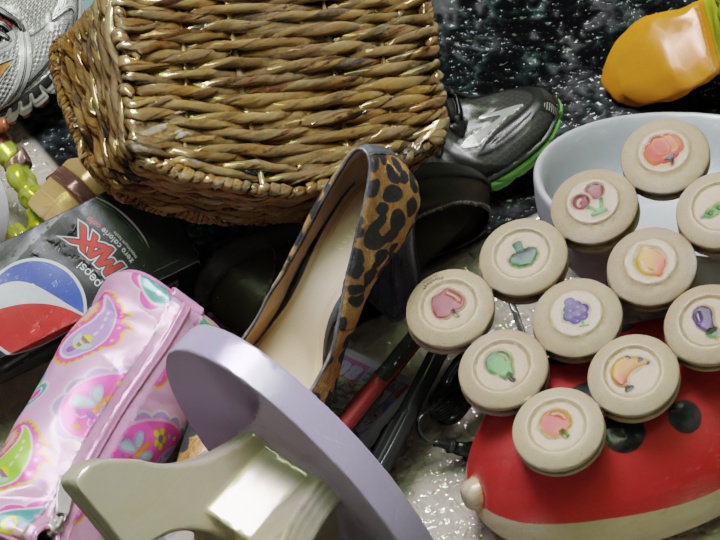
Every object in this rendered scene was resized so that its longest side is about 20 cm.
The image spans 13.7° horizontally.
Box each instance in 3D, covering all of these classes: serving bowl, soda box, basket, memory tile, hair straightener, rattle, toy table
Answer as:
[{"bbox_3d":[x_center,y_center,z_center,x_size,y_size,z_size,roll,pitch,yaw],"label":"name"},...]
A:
[{"bbox_3d":[0.197,-0.023,1.730,0.199,0.066,0.200,2,26,-1],"label":"serving bowl"},{"bbox_3d":[-0.192,0.018,1.729,0.199,0.071,0.064,-27,80,-4],"label":"soda box"},{"bbox_3d":[-0.064,-0.091,1.717,0.199,0.149,0.143,-5,79,-22],"label":"basket"},{"bbox_3d":[0.137,0.012,1.616,0.200,0.017,0.153,-35,57,-9],"label":"memory tile"},{"bbox_3d":[0.036,0.079,1.686,0.077,0.041,0.200,41,53,-4],"label":"hair straightener"},{"bbox_3d":[0.273,-0.155,1.907,0.130,0.143,0.200,48,44,8],"label":"rattle"},{"bbox_3d":[-0.055,0.139,1.535,0.200,0.184,0.117,47,65,-7],"label":"toy table"}]

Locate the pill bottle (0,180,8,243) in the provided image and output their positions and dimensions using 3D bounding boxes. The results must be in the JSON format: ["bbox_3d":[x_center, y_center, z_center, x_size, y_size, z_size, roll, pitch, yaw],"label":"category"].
[{"bbox_3d":[-0.291,-0.039,1.714,0.111,0.200,0.112,-3,84,28],"label":"pill bottle"}]

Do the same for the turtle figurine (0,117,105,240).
[{"bbox_3d":[-0.161,-0.043,1.830,0.161,0.064,0.200,-41,62,-11],"label":"turtle figurine"}]

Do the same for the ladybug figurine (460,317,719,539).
[{"bbox_3d":[0.146,0.083,1.636,0.199,0.072,0.136,-23,45,-15],"label":"ladybug figurine"}]

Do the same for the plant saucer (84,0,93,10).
[{"bbox_3d":[-0.171,-0.208,2.033,0.199,0.036,0.200,-4,43,4],"label":"plant saucer"}]

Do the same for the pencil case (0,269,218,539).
[{"bbox_3d":[-0.148,0.096,1.628,0.087,0.088,0.200,14,53,23],"label":"pencil case"}]

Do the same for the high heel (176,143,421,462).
[{"bbox_3d":[-0.042,0.023,1.620,0.071,0.143,0.200,32,63,28],"label":"high heel"}]

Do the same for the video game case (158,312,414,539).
[{"bbox_3d":[-0.082,0.101,1.695,0.143,0.018,0.200,24,52,30],"label":"video game case"}]

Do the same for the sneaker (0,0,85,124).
[{"bbox_3d":[-0.250,-0.126,1.901,0.078,0.082,0.200,26,64,31],"label":"sneaker"}]

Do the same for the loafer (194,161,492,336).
[{"bbox_3d":[0.000,0.000,1.755,0.199,0.073,0.071,-23,64,-25],"label":"loafer"}]

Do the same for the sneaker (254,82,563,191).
[{"bbox_3d":[0.025,-0.091,1.837,0.199,0.084,0.077,-3,43,6],"label":"sneaker"}]
